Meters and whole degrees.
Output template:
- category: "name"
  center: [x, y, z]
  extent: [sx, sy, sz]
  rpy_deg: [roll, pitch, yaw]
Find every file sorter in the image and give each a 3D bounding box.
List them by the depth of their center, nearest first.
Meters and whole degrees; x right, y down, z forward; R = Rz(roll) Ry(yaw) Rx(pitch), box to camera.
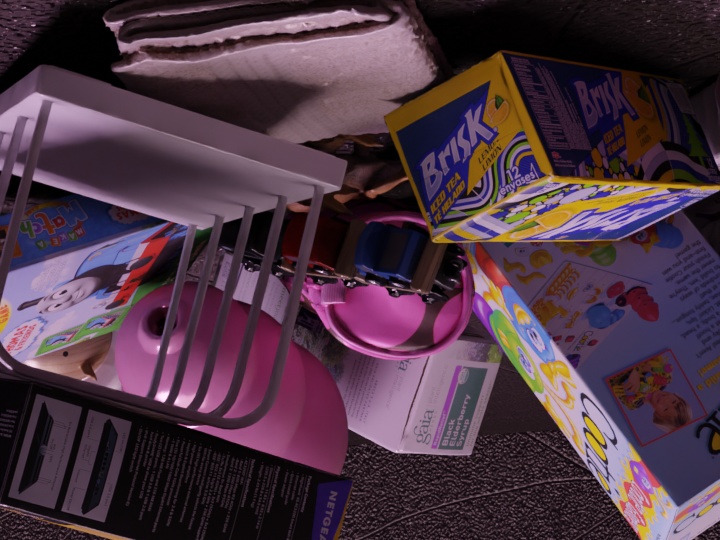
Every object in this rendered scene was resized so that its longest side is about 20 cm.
- category: "file sorter"
  center: [-0.117, 0.000, 0.892]
  extent: [0.138, 0.126, 0.200]
  rpy_deg: [17, 170, -20]

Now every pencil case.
- category: "pencil case"
  center: [0.000, 0.000, 1.097]
  extent: [0.093, 0.092, 0.200]
  rpy_deg: [13, -178, -11]

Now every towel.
- category: "towel"
  center: [-0.028, -0.087, 0.865]
  extent: [0.131, 0.035, 0.200]
  rpy_deg: [-6, 170, 10]

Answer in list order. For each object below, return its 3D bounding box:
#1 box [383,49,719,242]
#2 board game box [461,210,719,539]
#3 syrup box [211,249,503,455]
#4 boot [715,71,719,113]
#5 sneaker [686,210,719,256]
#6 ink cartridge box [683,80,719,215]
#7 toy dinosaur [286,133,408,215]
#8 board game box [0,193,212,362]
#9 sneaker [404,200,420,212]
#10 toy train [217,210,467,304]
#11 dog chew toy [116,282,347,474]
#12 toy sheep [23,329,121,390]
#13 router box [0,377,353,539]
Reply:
- category: "box"
  center: [0.098, -0.055, 0.928]
  extent: [0.070, 0.065, 0.199]
  rpy_deg: [-27, 166, 30]
- category: "board game box"
  center: [0.146, 0.036, 1.053]
  extent: [0.104, 0.201, 0.103]
  rpy_deg: [-31, 158, -11]
- category: "syrup box"
  center: [-0.009, 0.050, 1.287]
  extent: [0.199, 0.079, 0.081]
  rpy_deg: [23, -171, 38]
- category: "boot"
  center: [0.281, -0.078, 0.957]
  extent: [0.185, 0.065, 0.200]
  rpy_deg: [-11, 166, 19]
- category: "sneaker"
  center: [0.233, -0.009, 1.085]
  extent: [0.088, 0.081, 0.200]
  rpy_deg: [-16, 173, -13]
- category: "ink cartridge box"
  center: [0.255, -0.065, 1.106]
  extent: [0.198, 0.045, 0.176]
  rpy_deg: [-2, 169, -16]
- category: "toy dinosaur"
  center: [-0.036, -0.048, 1.007]
  extent: [0.198, 0.061, 0.106]
  rpy_deg: [-1, 171, -21]
- category: "board game box"
  center: [-0.179, 0.009, 1.065]
  extent: [0.199, 0.037, 0.151]
  rpy_deg: [-19, 163, -32]
- category: "sneaker"
  center: [0.080, -0.013, 1.235]
  extent: [0.198, 0.072, 0.083]
  rpy_deg: [-7, 169, 10]
- category: "toy train"
  center: [-0.016, -0.012, 0.966]
  extent: [0.046, 0.034, 0.199]
  rpy_deg: [28, 169, -33]
- category: "dog chew toy"
  center: [-0.081, 0.075, 1.136]
  extent: [0.123, 0.125, 0.200]
  rpy_deg: [-7, 150, 12]
- category: "toy sheep"
  center: [-0.171, 0.038, 1.246]
  extent: [0.137, 0.139, 0.200]
  rpy_deg: [-8, -175, 14]
- category: "router box"
  center: [-0.122, 0.089, 0.873]
  extent: [0.156, 0.053, 0.200]
  rpy_deg: [20, 170, -30]
